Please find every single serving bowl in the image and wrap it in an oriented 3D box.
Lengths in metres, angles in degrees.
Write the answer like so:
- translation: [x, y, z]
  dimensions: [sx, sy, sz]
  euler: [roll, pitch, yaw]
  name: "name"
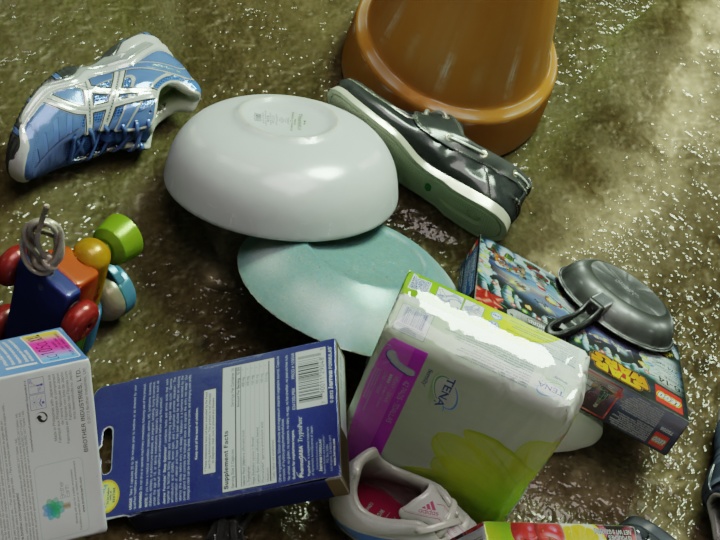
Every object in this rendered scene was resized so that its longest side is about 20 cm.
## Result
- translation: [-0.063, -0.099, 1.452]
  dimensions: [0.198, 0.066, 0.201]
  euler: [6, 28, -3]
  name: "serving bowl"

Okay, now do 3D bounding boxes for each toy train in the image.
- translation: [-0.207, -0.006, 1.305]
  dimensions: [0.084, 0.201, 0.116]
  euler: [37, 48, 13]
  name: "toy train"

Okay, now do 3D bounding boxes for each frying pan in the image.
- translation: [0.190, 0.021, 1.430]
  dimensions: [0.189, 0.031, 0.115]
  euler: [12, 28, -43]
  name: "frying pan"

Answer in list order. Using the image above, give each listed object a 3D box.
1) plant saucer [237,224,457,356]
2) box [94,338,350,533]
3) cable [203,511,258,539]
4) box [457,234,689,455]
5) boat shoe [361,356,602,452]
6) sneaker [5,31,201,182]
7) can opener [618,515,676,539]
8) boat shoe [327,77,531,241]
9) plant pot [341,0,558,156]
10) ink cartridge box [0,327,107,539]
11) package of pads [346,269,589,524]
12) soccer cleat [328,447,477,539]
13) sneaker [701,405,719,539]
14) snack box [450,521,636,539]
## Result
- translation: [0.000, 0.000, 1.414]
  dimensions: [0.199, 0.039, 0.202]
  euler: [16, 27, -8]
  name: "plant saucer"
- translation: [-0.107, 0.126, 1.304]
  dimensions: [0.198, 0.033, 0.122]
  euler: [-11, 53, 11]
  name: "box"
- translation: [-0.100, 0.212, 1.287]
  dimensions: [0.096, 0.051, 0.201]
  euler: [-4, 41, 1]
  name: "cable"
- translation: [0.170, 0.058, 1.414]
  dimensions: [0.199, 0.040, 0.137]
  euler: [29, 25, -7]
  name: "box"
- translation: [0.100, 0.094, 1.409]
  dimensions: [0.198, 0.072, 0.069]
  euler: [9, 51, 1]
  name: "boat shoe"
- translation: [-0.217, -0.132, 1.473]
  dimensions: [0.077, 0.076, 0.200]
  euler: [36, 54, 18]
  name: "sneaker"
- translation: [0.270, 0.263, 1.329]
  dimensions: [0.200, 0.064, 0.078]
  euler: [40, 53, 15]
  name: "can opener"
- translation: [0.059, -0.108, 1.534]
  dimensions: [0.199, 0.072, 0.068]
  euler: [35, 68, 1]
  name: "boat shoe"
- translation: [0.098, -0.234, 1.573]
  dimensions: [0.198, 0.184, 0.202]
  euler: [8, 52, -10]
  name: "plant pot"
- translation: [-0.285, 0.131, 1.211]
  dimensions: [0.198, 0.138, 0.076]
  euler: [-12, 19, -26]
  name: "ink cartridge box"
- translation: [0.072, 0.106, 1.300]
  dimensions: [0.153, 0.201, 0.069]
  euler: [24, 52, 2]
  name: "package of pads"
- translation: [0.062, 0.208, 1.294]
  dimensions: [0.199, 0.087, 0.070]
  euler: [33, 52, 9]
  name: "soccer cleat"
- translation: [0.371, 0.192, 1.394]
  dimensions: [0.200, 0.077, 0.147]
  euler: [18, 39, 10]
  name: "sneaker"
- translation: [0.147, 0.283, 1.242]
  dimensions: [0.141, 0.053, 0.202]
  euler: [6, 63, -29]
  name: "snack box"
